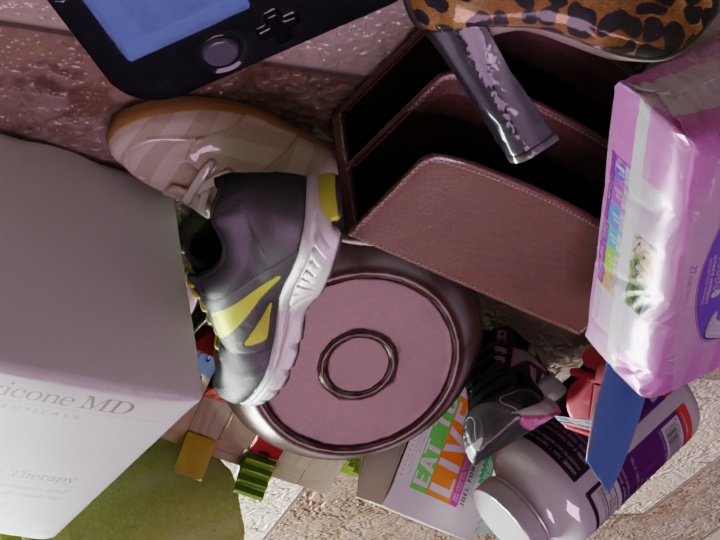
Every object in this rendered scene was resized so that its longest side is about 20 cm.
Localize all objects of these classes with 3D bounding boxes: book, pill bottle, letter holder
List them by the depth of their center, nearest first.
[{"bbox_3d":[0.105,-0.065,0.727,0.199,0.101,0.142,22,132,-32],"label":"letter holder"},{"bbox_3d":[0.067,0.152,1.024,0.048,0.135,0.200,12,167,30],"label":"book"},{"bbox_3d":[0.195,0.158,1.038,0.200,0.112,0.113,-38,153,-19],"label":"pill bottle"}]

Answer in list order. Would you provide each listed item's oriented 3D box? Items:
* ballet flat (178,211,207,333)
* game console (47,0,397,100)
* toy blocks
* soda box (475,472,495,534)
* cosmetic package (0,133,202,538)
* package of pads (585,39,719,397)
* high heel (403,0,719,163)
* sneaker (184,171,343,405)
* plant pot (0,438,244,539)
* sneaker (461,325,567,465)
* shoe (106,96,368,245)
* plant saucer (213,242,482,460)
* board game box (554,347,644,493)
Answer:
[{"bbox_3d":[-0.145,0.033,0.834,0.067,0.064,0.200,33,130,-14],"label":"ballet flat"},{"bbox_3d":[-0.078,-0.173,0.583,0.176,0.031,0.200,-18,148,9],"label":"game console"},{"bbox_3d":[-0.072,0.099,0.929,0.199,0.100,0.137,21,137,-9],"label":"toy blocks"},{"bbox_3d":[0.168,0.196,1.195,0.063,0.069,0.200,9,141,-31],"label":"soda box"},{"bbox_3d":[-0.227,0.044,0.735,0.167,0.167,0.200,15,137,-36],"label":"cosmetic package"},{"bbox_3d":[0.198,-0.033,0.670,0.120,0.076,0.201,-21,135,-18],"label":"package of pads"},{"bbox_3d":[0.120,-0.172,0.638,0.200,0.071,0.143,-39,110,-8],"label":"high heel"},{"bbox_3d":[-0.071,0.007,0.729,0.084,0.075,0.201,13,134,-12],"label":"sneaker"},{"bbox_3d":[-0.204,0.216,1.007,0.183,0.201,0.201,-10,149,-24],"label":"plant pot"},{"bbox_3d":[0.106,0.091,0.943,0.080,0.087,0.200,-34,175,11],"label":"sneaker"},{"bbox_3d":[-0.058,-0.056,0.734,0.199,0.054,0.070,12,138,-22],"label":"shoe"},{"bbox_3d":[-0.004,0.061,0.847,0.198,0.032,0.202,-5,119,-9],"label":"plant saucer"},{"bbox_3d":[0.189,0.080,0.915,0.039,0.159,0.200,14,165,23],"label":"board game box"}]
